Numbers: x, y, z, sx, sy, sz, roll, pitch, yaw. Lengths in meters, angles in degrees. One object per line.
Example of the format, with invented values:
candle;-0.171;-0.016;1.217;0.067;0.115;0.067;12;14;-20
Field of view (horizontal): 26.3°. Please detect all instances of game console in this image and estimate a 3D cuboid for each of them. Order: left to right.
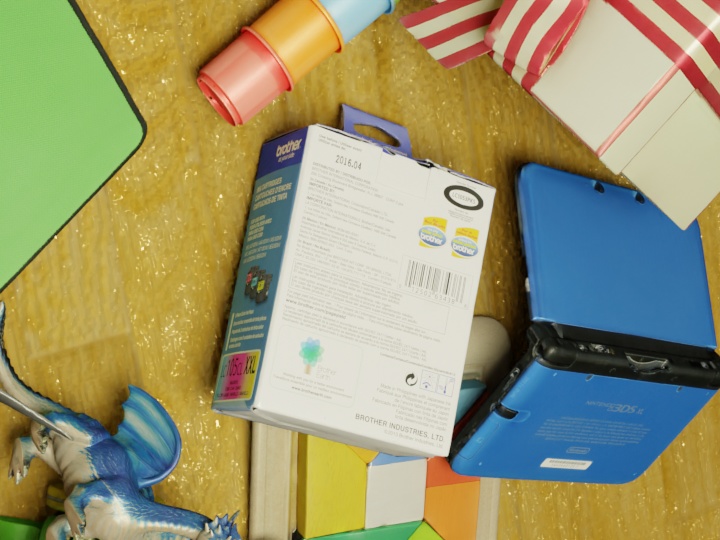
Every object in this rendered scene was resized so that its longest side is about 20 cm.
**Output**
game console;0.146;0.043;1.032;0.198;0.119;0.171;10;127;-42

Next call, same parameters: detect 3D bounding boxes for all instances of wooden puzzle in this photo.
wooden puzzle;0.016;0.137;1.000;0.183;0.037;0.203;-5;102;-25

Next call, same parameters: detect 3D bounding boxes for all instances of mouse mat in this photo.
mouse mat;-0.190;-0.061;0.803;0.161;0.008;0.200;-47;159;-11

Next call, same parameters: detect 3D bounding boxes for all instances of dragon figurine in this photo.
dragon figurine;-0.142;0.107;0.880;0.099;0.201;0.059;-11;146;-41

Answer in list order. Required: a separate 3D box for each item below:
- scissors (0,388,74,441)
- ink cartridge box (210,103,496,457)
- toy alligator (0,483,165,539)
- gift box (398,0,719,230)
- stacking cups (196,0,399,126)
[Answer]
scissors;-0.239;0.037;0.806;0.200;0.073;0.014;46;37;-30
ink cartridge box;0.000;0.000;0.926;0.135;0.076;0.203;17;79;-27
toy alligator;-0.126;0.166;0.911;0.197;0.054;0.060;11;90;-19
gift box;0.148;-0.156;0.895;0.185;0.200;0.186;-52;150;6
stacking cups;-0.013;-0.166;0.914;0.199;0.060;0.061;-40;114;-12
